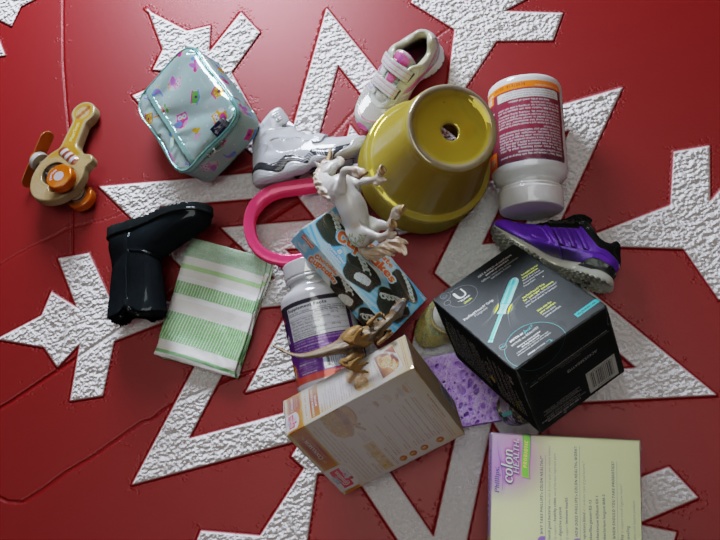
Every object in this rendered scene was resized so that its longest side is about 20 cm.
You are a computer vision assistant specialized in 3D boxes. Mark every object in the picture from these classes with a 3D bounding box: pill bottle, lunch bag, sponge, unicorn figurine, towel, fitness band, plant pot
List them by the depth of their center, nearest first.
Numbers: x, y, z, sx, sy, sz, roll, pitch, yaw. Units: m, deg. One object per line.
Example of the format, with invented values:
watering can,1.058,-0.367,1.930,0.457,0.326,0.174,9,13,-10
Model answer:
unicorn figurine,-0.008,-0.104,1.132,0.074,0.137,0.200,-9,83,-40
plant pot,0.107,-0.173,1.149,0.200,0.189,0.201,2,78,-9
sponge,0.182,0.171,1.163,0.200,0.030,0.112,-11,75,5
pill bottle,-0.057,0.082,1.175,0.111,0.111,0.200,-14,75,4
pill bottle,0.255,-0.185,1.196,0.114,0.114,0.200,-2,76,7
fitness band,-0.085,-0.076,1.248,0.200,0.037,0.144,-8,73,-1
towel,-0.233,0.057,1.250,0.152,0.023,0.200,13,79,11
lunch bag,-0.268,-0.250,1.279,0.160,0.077,0.200,-41,64,12

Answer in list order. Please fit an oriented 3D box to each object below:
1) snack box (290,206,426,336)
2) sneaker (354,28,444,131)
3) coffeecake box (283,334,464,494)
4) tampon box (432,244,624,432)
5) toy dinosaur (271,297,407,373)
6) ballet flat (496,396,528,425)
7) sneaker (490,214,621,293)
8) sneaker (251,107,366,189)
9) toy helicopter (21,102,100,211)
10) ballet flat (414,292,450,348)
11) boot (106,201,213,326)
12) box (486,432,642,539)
snack box,0.000,0.000,1.166,0.200,0.116,0.037,49,130,1
sneaker,0.057,-0.315,1.267,0.081,0.088,0.200,34,83,14
coffeecake box,0.018,0.205,1.093,0.200,0.154,0.073,-30,33,11
tampon box,0.223,0.086,1.061,0.150,0.126,0.200,-33,35,-9
toy dinosaur,-0.018,0.102,1.076,0.200,0.106,0.060,-22,102,-3
ballet flat,0.283,0.152,1.106,0.200,0.072,0.072,-33,74,-13
sneaker,0.299,-0.046,1.186,0.200,0.070,0.100,25,74,8
sneaker,-0.090,-0.211,1.268,0.200,0.075,0.115,-17,77,6
toy helicopter,-0.503,-0.200,1.334,0.132,0.079,0.200,6,67,18
ballet flat,0.163,0.044,1.178,0.200,0.071,0.071,-33,75,-1
boot,-0.315,-0.007,1.241,0.200,0.076,0.168,-15,72,17
box,0.276,0.318,1.081,0.200,0.097,0.176,1,77,7
